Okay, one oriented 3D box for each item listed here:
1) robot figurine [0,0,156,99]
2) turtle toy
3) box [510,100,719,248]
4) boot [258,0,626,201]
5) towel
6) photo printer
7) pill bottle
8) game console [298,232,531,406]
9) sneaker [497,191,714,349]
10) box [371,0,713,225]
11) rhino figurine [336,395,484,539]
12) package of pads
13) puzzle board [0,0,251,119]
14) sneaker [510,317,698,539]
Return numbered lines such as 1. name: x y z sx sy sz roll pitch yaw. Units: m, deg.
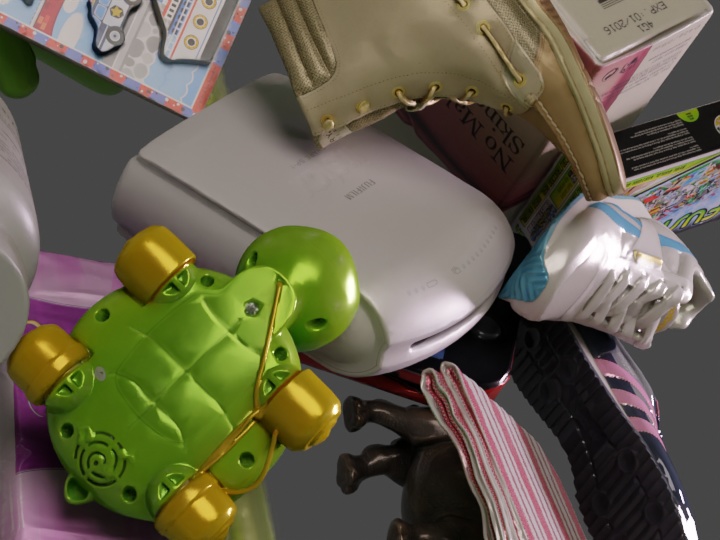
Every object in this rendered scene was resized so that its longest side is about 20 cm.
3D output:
1. robot figurine: -0.177 -0.184 1.600 0.200 0.116 0.176 29 43 -2
2. turtle toy: -0.080 0.052 1.372 0.200 0.101 0.146 -43 82 -11
3. box: 0.193 -0.058 1.683 0.200 0.110 0.035 -18 66 -33
4. boot: 0.047 -0.101 1.494 0.155 0.073 0.200 -30 85 2
5. towel: 0.094 0.143 1.473 0.030 0.200 0.147 -26 63 11
6. photo printer: -0.018 -0.023 1.511 0.200 0.070 0.166 32 35 17
7. pill bottle: -0.228 -0.024 1.387 0.114 0.115 0.200 10 23 -18
8. game console: 0.000 0.000 1.570 0.200 0.031 0.177 19 39 -2
9. sneaker: 0.150 0.003 1.560 0.081 0.077 0.200 45 23 17
10. box: 0.105 -0.131 1.635 0.109 0.200 0.128 -28 72 -36
11. rhino figurine: 0.051 0.159 1.492 0.087 0.060 0.200 -1 54 -26
12. package of pads: -0.150 0.091 1.442 0.120 0.076 0.200 9 54 -22
13. puzzle board: -0.124 -0.207 1.544 0.150 0.017 0.200 26 73 -11
14. sneaker: 0.163 0.104 1.579 0.082 0.070 0.200 4 54 -47
